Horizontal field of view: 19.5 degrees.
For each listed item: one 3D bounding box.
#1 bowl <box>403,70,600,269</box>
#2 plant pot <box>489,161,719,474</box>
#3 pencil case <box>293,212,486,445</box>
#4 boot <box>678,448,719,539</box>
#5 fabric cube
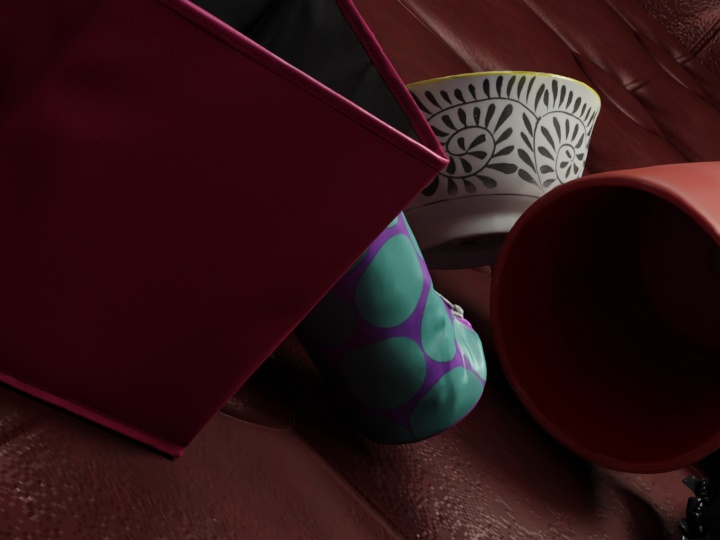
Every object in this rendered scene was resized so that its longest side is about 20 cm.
[{"bbox_3d":[0.073,-0.057,1.438,0.201,0.200,0.095,14,64,-56],"label":"bowl"},{"bbox_3d":[0.213,0.014,1.411,0.200,0.201,0.177,47,35,14],"label":"plant pot"},{"bbox_3d":[0.000,0.000,1.129,0.085,0.092,0.200,22,-30,41],"label":"pencil case"},{"bbox_3d":[0.300,0.139,1.349,0.073,0.198,0.163,62,24,-26],"label":"boot"},{"bbox_3d":[-0.117,-0.073,0.981,0.196,0.199,0.200,27,23,-37],"label":"fabric cube"}]
